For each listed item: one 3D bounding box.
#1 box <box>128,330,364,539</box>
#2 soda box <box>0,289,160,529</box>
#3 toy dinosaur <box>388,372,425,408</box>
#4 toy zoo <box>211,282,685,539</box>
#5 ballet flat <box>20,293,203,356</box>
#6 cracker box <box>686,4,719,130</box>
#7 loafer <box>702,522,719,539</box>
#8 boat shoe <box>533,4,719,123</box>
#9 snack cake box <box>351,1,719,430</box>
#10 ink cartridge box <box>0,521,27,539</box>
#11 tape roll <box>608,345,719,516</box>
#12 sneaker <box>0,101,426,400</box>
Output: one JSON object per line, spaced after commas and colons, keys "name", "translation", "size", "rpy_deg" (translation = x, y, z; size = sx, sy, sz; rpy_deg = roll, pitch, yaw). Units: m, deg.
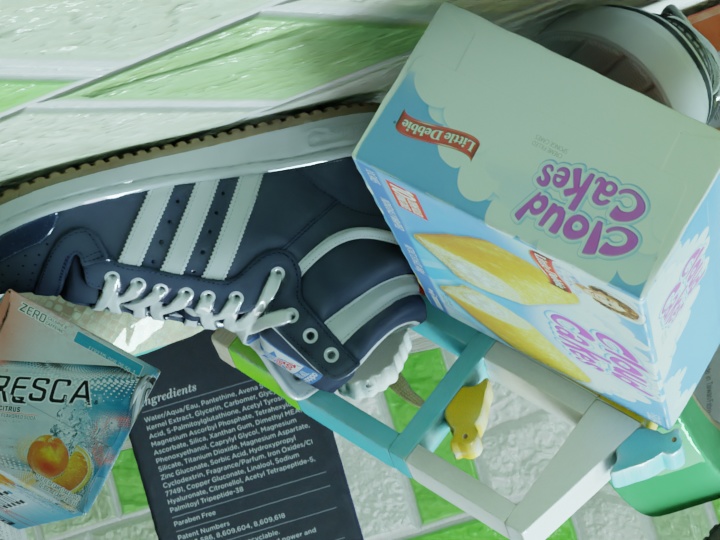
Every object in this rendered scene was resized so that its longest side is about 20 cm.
{"name": "box", "translation": [-0.069, 0.090, 1.400], "size": [0.104, 0.202, 0.148], "rpy_deg": [-15, 180, -4]}
{"name": "soda box", "translation": [-0.139, 0.060, 1.059], "size": [0.068, 0.064, 0.200], "rpy_deg": [29, 167, -10]}
{"name": "toy dinosaur", "translation": [0.000, 0.000, 1.242], "size": [0.101, 0.058, 0.201], "rpy_deg": [-24, -154, 25]}
{"name": "toy zoo", "translation": [0.052, 0.030, 1.092], "size": [0.131, 0.199, 0.021], "rpy_deg": [-51, 151, -18]}
{"name": "ballet flat", "translation": [-0.065, -0.013, 1.150], "size": [0.199, 0.068, 0.063], "rpy_deg": [-16, 145, -35]}
{"name": "cracker box", "translation": [0.233, -0.102, 1.151], "size": [0.133, 0.058, 0.200], "rpy_deg": [-19, 175, 30]}
{"name": "loafer", "translation": [0.217, 0.103, 1.183], "size": [0.201, 0.071, 0.073], "rpy_deg": [-54, 163, 12]}
{"name": "boat shoe", "translation": [0.108, -0.076, 1.040], "size": [0.071, 0.072, 0.200], "rpy_deg": [-32, -178, -10]}
{"name": "snack cake box", "translation": [0.076, -0.015, 0.969], "size": [0.067, 0.114, 0.200], "rpy_deg": [-59, 164, -9]}
{"name": "ink cartridge box", "translation": [-0.246, 0.107, 1.354], "size": [0.082, 0.148, 0.200], "rpy_deg": [-15, 175, 7]}
{"name": "tape roll", "translation": [0.129, 0.011, 1.213], "size": [0.048, 0.202, 0.200], "rpy_deg": [-19, 175, 20]}
{"name": "sneaker", "translation": [-0.067, 0.007, 1.045], "size": [0.199, 0.109, 0.070], "rpy_deg": [-15, 175, -17]}
